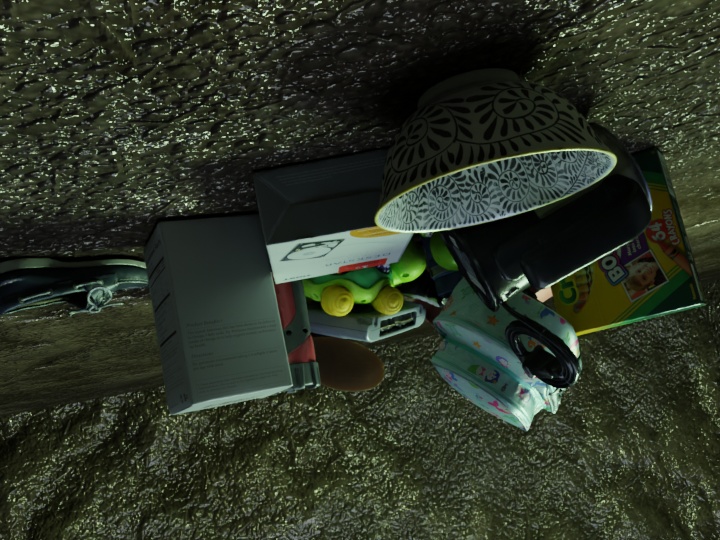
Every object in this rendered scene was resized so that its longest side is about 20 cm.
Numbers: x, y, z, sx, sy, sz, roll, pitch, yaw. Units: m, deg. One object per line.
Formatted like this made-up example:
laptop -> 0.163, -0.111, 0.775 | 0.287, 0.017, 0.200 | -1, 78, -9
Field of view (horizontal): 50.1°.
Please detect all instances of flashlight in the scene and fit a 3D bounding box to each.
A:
flashlight -> -0.097, 0.050, 0.946 | 0.068, 0.201, 0.068 | -15, 170, 17

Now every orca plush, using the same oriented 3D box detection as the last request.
orca plush -> 0.054, 0.000, 1.142 | 0.105, 0.071, 0.200 | -19, -147, -35

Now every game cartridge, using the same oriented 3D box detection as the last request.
game cartridge -> -0.004, 0.064, 1.095 | 0.133, 0.041, 0.200 | 12, -171, 26

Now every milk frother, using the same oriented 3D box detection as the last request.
milk frother -> 0.211, -0.010, 0.792 | 0.188, 0.181, 0.200 | -31, 127, -1

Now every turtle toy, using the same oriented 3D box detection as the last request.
turtle toy -> 0.000, 0.000, 1.048 | 0.199, 0.101, 0.146 | -1, -172, -29

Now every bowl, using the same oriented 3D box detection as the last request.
bowl -> 0.100, -0.105, 0.638 | 0.200, 0.095, 0.201 | -11, 169, -2

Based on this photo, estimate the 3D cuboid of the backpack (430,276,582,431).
backpack -> 0.176, 0.095, 0.950 | 0.151, 0.177, 0.200 | -52, 154, -16

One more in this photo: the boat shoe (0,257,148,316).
boat shoe -> -0.332, 0.020, 0.911 | 0.075, 0.062, 0.200 | -22, 166, 37

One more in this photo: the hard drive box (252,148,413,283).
hard drive box -> -0.027, -0.053, 0.827 | 0.155, 0.077, 0.200 | -10, 170, -5

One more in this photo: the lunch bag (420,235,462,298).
lunch bag -> 0.173, -0.019, 1.079 | 0.135, 0.133, 0.200 | -16, 168, 23

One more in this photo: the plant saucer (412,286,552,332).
plant saucer -> 0.198, 0.040, 1.197 | 0.200, 0.037, 0.200 | -35, -157, -4

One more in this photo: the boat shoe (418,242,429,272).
boat shoe -> 0.157, -0.015, 1.236 | 0.199, 0.076, 0.072 | -13, 169, 3

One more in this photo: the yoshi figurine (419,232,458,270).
yoshi figurine -> 0.164, -0.045, 0.907 | 0.199, 0.113, 0.112 | -5, -161, 10

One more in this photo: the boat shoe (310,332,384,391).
boat shoe -> -0.065, 0.116, 1.050 | 0.199, 0.071, 0.070 | 13, 180, 1

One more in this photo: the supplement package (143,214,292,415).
supplement package -> -0.165, 0.050, 0.871 | 0.117, 0.201, 0.117 | -7, 168, -26

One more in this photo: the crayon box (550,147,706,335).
crayon box -> 0.324, -0.032, 0.989 | 0.172, 0.201, 0.058 | -18, 167, 29
